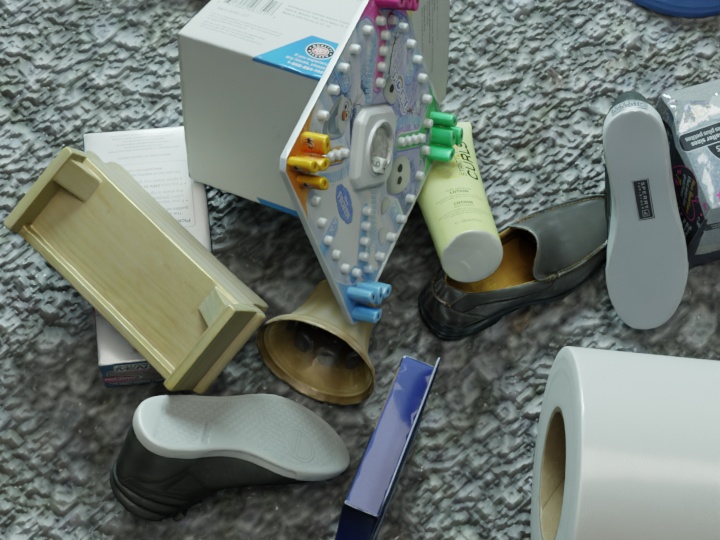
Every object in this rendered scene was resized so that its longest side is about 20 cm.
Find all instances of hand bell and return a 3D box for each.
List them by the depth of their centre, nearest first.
[{"bbox_3d":[0.000,0.000,1.475,0.103,0.104,0.201,24,55,4],"label":"hand bell"}]

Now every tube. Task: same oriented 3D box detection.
[{"bbox_3d":[0.072,-0.069,1.480,0.058,0.052,0.201,33,24,-28],"label":"tube"}]

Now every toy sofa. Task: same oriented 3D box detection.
[{"bbox_3d":[-0.171,0.000,1.389,0.200,0.098,0.083,43,98,13],"label":"toy sofa"}]

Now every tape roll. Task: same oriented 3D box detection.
[{"bbox_3d":[0.212,0.163,1.355,0.138,0.203,0.205,6,68,-4],"label":"tape roll"}]

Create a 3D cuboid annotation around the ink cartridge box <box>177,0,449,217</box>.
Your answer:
[{"bbox_3d":[-0.032,-0.163,1.441,0.146,0.146,0.200,19,45,20],"label":"ink cartridge box"}]

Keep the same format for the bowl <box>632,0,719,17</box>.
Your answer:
[{"bbox_3d":[0.297,-0.330,1.644,0.198,0.039,0.203,2,68,-5],"label":"bowl"}]

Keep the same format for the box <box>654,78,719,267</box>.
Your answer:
[{"bbox_3d":[0.348,-0.096,1.507,0.198,0.132,0.116,-16,69,-11],"label":"box"}]

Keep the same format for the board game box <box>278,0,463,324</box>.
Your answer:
[{"bbox_3d":[0.015,-0.092,1.352,0.026,0.201,0.201,11,59,25],"label":"board game box"}]

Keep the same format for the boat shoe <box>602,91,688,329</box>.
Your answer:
[{"bbox_3d":[0.233,-0.050,1.475,0.068,0.202,0.057,-3,25,9],"label":"boat shoe"}]

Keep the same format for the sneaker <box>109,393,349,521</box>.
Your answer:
[{"bbox_3d":[-0.108,0.151,1.405,0.198,0.099,0.071,9,47,-35],"label":"sneaker"}]

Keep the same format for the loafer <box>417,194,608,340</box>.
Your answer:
[{"bbox_3d":[0.142,-0.010,1.485,0.199,0.072,0.073,-31,74,-17],"label":"loafer"}]

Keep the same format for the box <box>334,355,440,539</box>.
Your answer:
[{"bbox_3d":[0.018,0.142,1.344,0.032,0.200,0.122,21,68,3],"label":"box"}]

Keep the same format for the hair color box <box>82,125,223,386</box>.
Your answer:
[{"bbox_3d":[-0.169,-0.013,1.460,0.099,0.061,0.202,-5,69,-5],"label":"hair color box"}]
